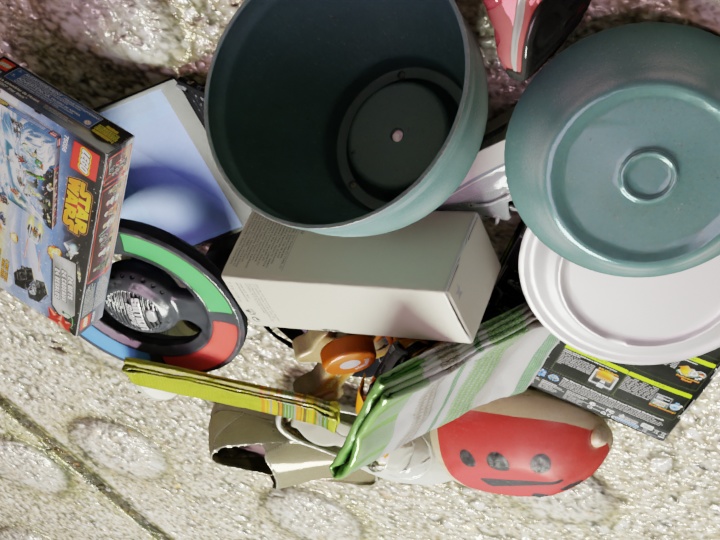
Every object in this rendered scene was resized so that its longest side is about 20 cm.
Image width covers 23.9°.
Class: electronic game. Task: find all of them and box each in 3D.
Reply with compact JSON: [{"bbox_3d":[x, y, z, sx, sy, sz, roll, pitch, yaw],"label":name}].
[{"bbox_3d":[-0.193,0.024,1.489,0.198,0.042,0.201,14,142,11],"label":"electronic game"}]

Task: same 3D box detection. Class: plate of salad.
[{"bbox_3d":[0.218,-0.011,1.281,0.198,0.048,0.201,2,129,2],"label":"plate of salad"}]

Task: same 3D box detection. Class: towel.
[{"bbox_3d":[0.076,0.093,1.346,0.031,0.199,0.150,52,147,21],"label":"towel"},{"bbox_3d":[-0.116,0.115,1.545,0.198,0.018,0.086,12,162,3],"label":"towel"}]

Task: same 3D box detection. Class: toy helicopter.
[{"bbox_3d":[-0.002,0.070,1.494,0.131,0.079,0.200,-4,155,-25],"label":"toy helicopter"}]

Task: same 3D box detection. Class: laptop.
[{"bbox_3d":[-0.128,-0.058,1.392,0.199,0.103,0.178,28,157,42],"label":"laptop"}]

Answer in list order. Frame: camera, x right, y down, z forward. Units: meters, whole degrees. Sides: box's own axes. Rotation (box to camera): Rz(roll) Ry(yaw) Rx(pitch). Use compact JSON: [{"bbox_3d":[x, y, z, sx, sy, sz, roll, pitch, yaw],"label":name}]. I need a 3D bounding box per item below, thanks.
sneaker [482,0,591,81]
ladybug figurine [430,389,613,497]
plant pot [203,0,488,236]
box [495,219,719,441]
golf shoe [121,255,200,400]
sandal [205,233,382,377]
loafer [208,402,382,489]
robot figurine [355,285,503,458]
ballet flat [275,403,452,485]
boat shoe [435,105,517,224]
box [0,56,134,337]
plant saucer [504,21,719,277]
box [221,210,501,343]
[{"bbox_3d":[0.100,-0.211,1.121,0.087,0.074,0.201,36,156,27],"label":"sneaker"},{"bbox_3d":[0.141,0.160,1.547,0.135,0.072,0.199,35,153,-32],"label":"ladybug figurine"},{"bbox_3d":[0.007,-0.111,1.204,0.199,0.202,0.134,3,168,25],"label":"plant pot"},{"bbox_3d":[0.199,0.046,1.411,0.199,0.048,0.194,22,143,1],"label":"box"},{"bbox_3d":[-0.174,0.063,1.615,0.096,0.079,0.201,7,144,10],"label":"golf shoe"},{"bbox_3d":[-0.064,0.044,1.552,0.200,0.043,0.076,36,142,-19],"label":"sandal"},{"bbox_3d":[-0.066,0.189,1.724,0.198,0.069,0.076,11,144,15],"label":"loafer"},{"bbox_3d":[0.049,0.074,1.397,0.058,0.145,0.200,44,155,20],"label":"robot figurine"},{"bbox_3d":[0.007,0.166,1.645,0.199,0.070,0.070,16,145,13],"label":"ballet flat"},{"bbox_3d":[0.101,-0.069,1.284,0.200,0.070,0.072,-25,114,43],"label":"boat shoe"},{"bbox_3d":[-0.262,-0.058,1.399,0.136,0.040,0.201,32,132,16],"label":"box"},{"bbox_3d":[0.199,-0.073,1.187,0.198,0.036,0.201,2,121,3],"label":"plant saucer"},{"bbox_3d":[0.000,0.000,1.312,0.199,0.083,0.069,5,144,29],"label":"box"}]
